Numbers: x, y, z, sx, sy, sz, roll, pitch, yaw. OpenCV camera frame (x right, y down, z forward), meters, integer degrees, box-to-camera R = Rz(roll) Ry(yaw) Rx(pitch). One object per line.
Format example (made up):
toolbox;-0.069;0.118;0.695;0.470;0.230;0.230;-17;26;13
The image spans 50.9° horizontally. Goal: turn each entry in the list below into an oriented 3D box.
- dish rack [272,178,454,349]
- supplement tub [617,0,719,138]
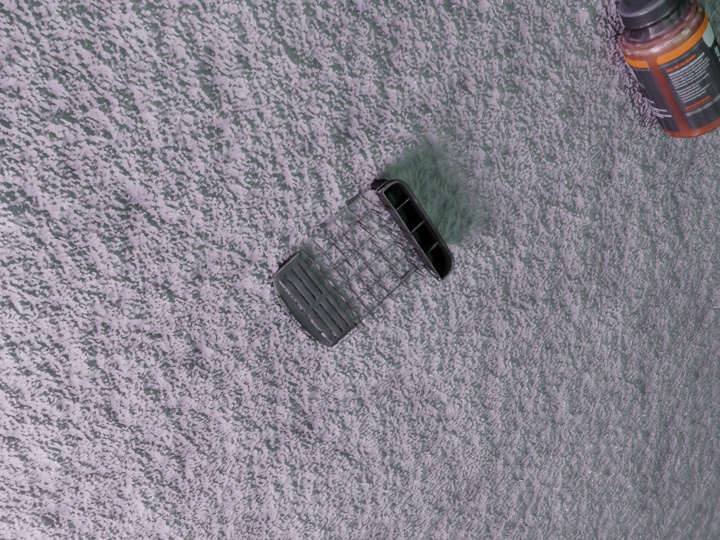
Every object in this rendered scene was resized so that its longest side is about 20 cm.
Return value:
dish rack;0.000;0.000;0.901;0.200;0.055;0.154;-41;122;-6
supplement tub;0.401;-0.272;0.966;0.107;0.107;0.200;-46;123;-3
